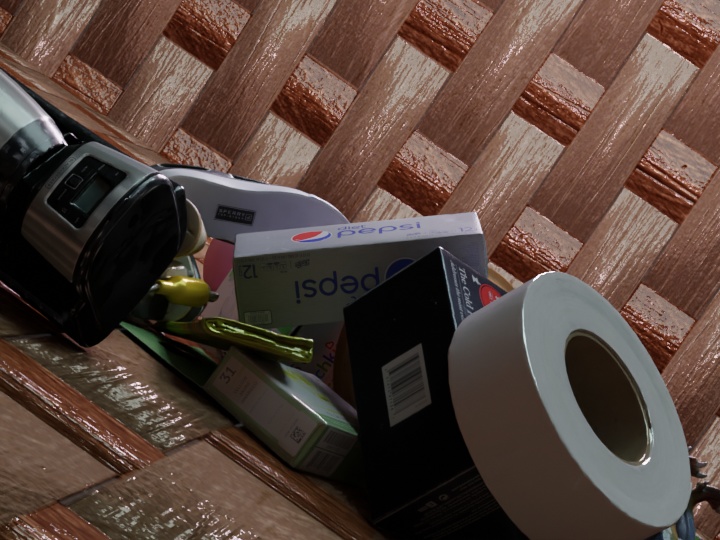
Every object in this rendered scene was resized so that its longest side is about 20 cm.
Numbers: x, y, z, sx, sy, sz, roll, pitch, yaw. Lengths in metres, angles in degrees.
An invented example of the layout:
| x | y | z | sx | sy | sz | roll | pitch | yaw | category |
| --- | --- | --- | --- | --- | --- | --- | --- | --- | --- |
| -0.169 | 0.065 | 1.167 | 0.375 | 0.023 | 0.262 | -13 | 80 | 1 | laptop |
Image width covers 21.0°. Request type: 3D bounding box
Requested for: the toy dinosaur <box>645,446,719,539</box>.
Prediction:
| x | y | z | sx | sy | sz | roll | pitch | yaw | category |
| --- | --- | --- | --- | --- | --- | --- | --- | --- | --- |
| 0.221 | 0.233 | 1.460 | 0.199 | 0.182 | 0.105 | 13 | -30 | 42 | toy dinosaur |

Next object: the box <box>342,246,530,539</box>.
| x | y | z | sx | sy | sz | roll | pitch | yaw | category |
| --- | --- | --- | --- | --- | --- | --- | --- | --- | --- |
| 0.092 | 0.117 | 1.465 | 0.182 | 0.104 | 0.201 | 33 | 36 | -40 | box |

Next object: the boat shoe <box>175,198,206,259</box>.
| x | y | z | sx | sy | sz | roll | pitch | yaw | category |
| --- | --- | --- | --- | --- | --- | --- | --- | --- | --- |
| -0.220 | -0.045 | 1.544 | 0.199 | 0.072 | 0.065 | 17 | -7 | 6 | boat shoe |

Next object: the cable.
| x | y | z | sx | sy | sz | roll | pitch | yaw | category |
| --- | --- | --- | --- | --- | --- | --- | --- | --- | --- |
| -0.183 | 0.007 | 1.480 | 0.097 | 0.051 | 0.200 | 18 | 0 | 16 | cable |

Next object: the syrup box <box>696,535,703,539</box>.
| x | y | z | sx | sy | sz | roll | pitch | yaw | category |
| --- | --- | --- | --- | --- | --- | --- | --- | --- | --- |
| 0.230 | 0.249 | 1.771 | 0.200 | 0.079 | 0.081 | 33 | -17 | -34 | syrup box |

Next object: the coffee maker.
| x | y | z | sx | sy | sz | roll | pitch | yaw | category |
| --- | --- | --- | --- | --- | --- | --- | --- | --- | --- |
| -0.219 | -0.055 | 1.308 | 0.200 | 0.135 | 0.192 | 36 | 2 | 12 | coffee maker |

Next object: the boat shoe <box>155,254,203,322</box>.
| x | y | z | sx | sy | sz | roll | pitch | yaw | category |
| --- | --- | --- | --- | --- | --- | --- | --- | --- | --- |
| -0.186 | -0.011 | 1.645 | 0.200 | 0.071 | 0.063 | 42 | -5 | 41 | boat shoe |

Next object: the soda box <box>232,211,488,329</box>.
| x | y | z | sx | sy | sz | roll | pitch | yaw | category |
| --- | --- | --- | --- | --- | --- | --- | --- | --- | --- |
| 0.000 | 0.000 | 1.539 | 0.199 | 0.064 | 0.068 | -6 | 17 | 0 | soda box |

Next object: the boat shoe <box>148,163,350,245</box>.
| x | y | z | sx | sy | sz | roll | pitch | yaw | category |
| --- | --- | --- | --- | --- | --- | --- | --- | --- | --- |
| -0.100 | -0.048 | 1.638 | 0.199 | 0.070 | 0.066 | 11 | 17 | -27 | boat shoe |

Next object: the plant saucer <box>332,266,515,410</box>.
| x | y | z | sx | sy | sz | roll | pitch | yaw | category |
| --- | --- | --- | --- | --- | --- | --- | --- | --- | --- |
| 0.071 | 0.087 | 1.617 | 0.200 | 0.201 | 0.032 | 33 | -16 | -25 | plant saucer |

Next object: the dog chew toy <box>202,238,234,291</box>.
| x | y | z | sx | sy | sz | roll | pitch | yaw | category |
| --- | --- | --- | --- | --- | --- | --- | --- | --- | --- |
| -0.066 | 0.030 | 1.894 | 0.200 | 0.125 | 0.124 | 46 | 9 | 32 | dog chew toy |

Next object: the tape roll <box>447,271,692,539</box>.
| x | y | z | sx | sy | sz | roll | pitch | yaw | category |
| --- | --- | --- | --- | --- | --- | --- | --- | --- | --- |
| 0.151 | 0.105 | 1.382 | 0.202 | 0.071 | 0.203 | 38 | 35 | -33 | tape roll |

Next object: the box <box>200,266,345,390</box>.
| x | y | z | sx | sy | sz | roll | pitch | yaw | category |
| --- | --- | --- | --- | --- | --- | --- | --- | --- | --- |
| -0.028 | 0.078 | 1.703 | 0.176 | 0.097 | 0.200 | 36 | 3 | -24 | box |

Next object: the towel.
| x | y | z | sx | sy | sz | roll | pitch | yaw | category |
| --- | --- | --- | --- | --- | --- | --- | --- | --- | --- |
| -0.100 | 0.050 | 1.481 | 0.086 | 0.018 | 0.200 | 18 | -6 | -15 | towel |

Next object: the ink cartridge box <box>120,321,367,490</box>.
| x | y | z | sx | sy | sz | roll | pitch | yaw | category |
| --- | --- | --- | --- | --- | --- | --- | --- | --- | --- |
| -0.077 | 0.087 | 1.479 | 0.200 | 0.048 | 0.145 | 39 | 5 | 27 | ink cartridge box |
